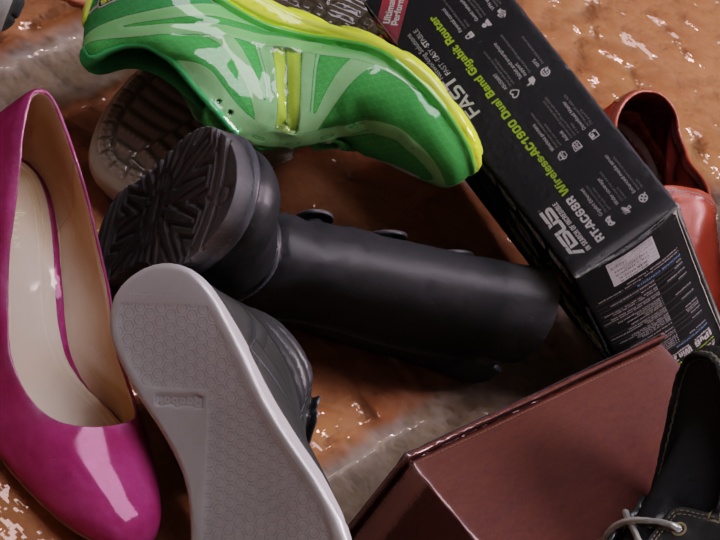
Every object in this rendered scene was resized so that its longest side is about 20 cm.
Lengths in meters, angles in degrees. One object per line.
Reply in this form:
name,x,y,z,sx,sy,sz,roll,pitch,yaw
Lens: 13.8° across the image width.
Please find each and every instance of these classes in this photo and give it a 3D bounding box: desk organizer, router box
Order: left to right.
router box,0.091,-0.049,1.452,0.200,0.062,0.150,55,-1,30
desk organizer,0.088,0.103,1.347,0.200,0.072,0.077,-21,64,-47

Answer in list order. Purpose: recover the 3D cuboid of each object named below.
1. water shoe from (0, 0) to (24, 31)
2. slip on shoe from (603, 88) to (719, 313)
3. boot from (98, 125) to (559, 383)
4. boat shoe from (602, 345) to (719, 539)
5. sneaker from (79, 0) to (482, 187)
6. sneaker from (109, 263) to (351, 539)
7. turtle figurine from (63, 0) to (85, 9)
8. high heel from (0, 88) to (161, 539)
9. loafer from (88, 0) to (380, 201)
water shoe,-0.202,-0.201,1.475,0.079,0.072,0.200,13,40,-19
slip on shoe,0.155,-0.015,1.536,0.074,0.061,0.200,13,44,-27
boot,0.000,0.000,1.336,0.200,0.165,0.066,18,78,-21
boat shoe,0.137,0.127,1.279,0.068,0.072,0.200,15,81,-27
sneaker,-0.039,-0.080,1.377,0.200,0.074,0.084,24,75,3
sneaker,-0.036,0.091,1.267,0.200,0.071,0.099,66,15,10
turtle figurine,-0.102,-0.177,1.525,0.200,0.064,0.162,-1,61,-41
high heel,-0.121,0.020,1.262,0.067,0.096,0.200,3,46,-34
loafer,-0.056,-0.080,1.452,0.076,0.068,0.200,38,53,18
